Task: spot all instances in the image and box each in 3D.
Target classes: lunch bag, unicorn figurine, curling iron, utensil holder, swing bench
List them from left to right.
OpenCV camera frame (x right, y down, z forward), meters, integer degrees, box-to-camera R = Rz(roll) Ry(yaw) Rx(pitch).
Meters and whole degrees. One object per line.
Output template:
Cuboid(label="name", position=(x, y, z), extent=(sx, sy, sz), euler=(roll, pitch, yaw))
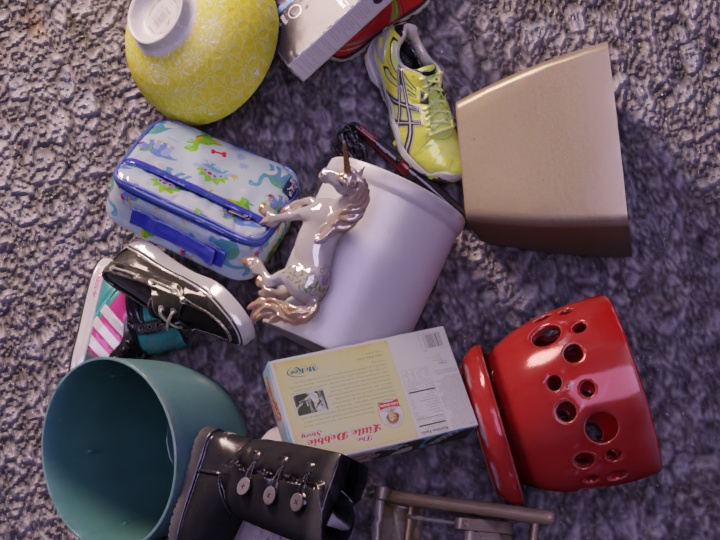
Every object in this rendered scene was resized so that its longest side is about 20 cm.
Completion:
Cuboid(label="lunch bag", position=(-0.177, -0.081, 1.593), extent=(0.199, 0.083, 0.161), euler=(25, 39, 6))
Cuboid(label="unicorn figurine", position=(-0.053, -0.037, 1.478), extent=(0.137, 0.074, 0.202), euler=(9, 96, 39))
Cuboid(label="utensil holder", position=(0.000, 0.000, 1.568), extent=(0.169, 0.170, 0.201), euler=(25, 83, 6))
Cuboid(label="curling iron", position=(0.052, -0.110, 1.660), extent=(0.199, 0.026, 0.050), euler=(32, 103, 2))
Cuboid(label="swing bench", position=(0.097, 0.346, 1.518), extent=(0.198, 0.130, 0.201), euler=(8, 79, 3))

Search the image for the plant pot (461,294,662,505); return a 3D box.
Cuboid(label="plant pot", position=(0.211, 0.144, 1.521), extent=(0.181, 0.200, 0.202), euler=(-15, 79, 4))

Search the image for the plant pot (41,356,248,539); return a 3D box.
Cuboid(label="plant pot", position=(-0.217, 0.189, 1.520), extent=(0.199, 0.160, 0.202), euler=(1, 91, 36))

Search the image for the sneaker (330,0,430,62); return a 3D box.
Cuboid(label="sneaker", position=(0.029, -0.327, 1.670), extent=(0.077, 0.085, 0.200), euler=(43, 84, 7))

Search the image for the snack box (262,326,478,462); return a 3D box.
Cuboid(label="snack box", position=(0.010, 0.133, 1.448), extent=(0.198, 0.037, 0.117), euler=(-10, 66, -19))

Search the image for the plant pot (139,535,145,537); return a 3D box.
Cuboid(label="plant pot", position=(-0.239, 0.372, 1.506), extent=(0.199, 0.201, 0.134), euler=(32, 54, 7))

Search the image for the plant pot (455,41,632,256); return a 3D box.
Cuboid(label="plant pot", position=(0.205, -0.120, 1.582), extent=(0.175, 0.200, 0.202), euler=(-7, 79, 12))

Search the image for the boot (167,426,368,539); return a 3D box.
Cuboid(label="boot", position=(-0.091, 0.245, 1.361), extent=(0.199, 0.065, 0.166), euler=(6, 87, 38))

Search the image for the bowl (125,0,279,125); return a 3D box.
Cuboid(label="bowl", position=(-0.204, -0.278, 1.615), extent=(0.199, 0.107, 0.202), euler=(-9, 73, 30))

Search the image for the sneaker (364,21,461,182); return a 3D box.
Cuboid(label="sneaker", position=(0.069, -0.195, 1.639), extent=(0.075, 0.076, 0.201), euler=(-23, 80, -30))

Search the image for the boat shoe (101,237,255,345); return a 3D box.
Cuboid(label="boat shoe", position=(-0.199, 0.036, 1.531), extent=(0.199, 0.071, 0.064), euler=(29, 56, 31))

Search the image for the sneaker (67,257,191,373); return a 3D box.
Cuboid(label="sneaker", position=(-0.257, 0.090, 1.604), extent=(0.120, 0.084, 0.202), euler=(6, 78, 12))

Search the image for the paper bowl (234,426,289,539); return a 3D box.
Cuboid(label="paper bowl", position=(-0.077, 0.249, 1.505), extent=(0.104, 0.201, 0.202), euler=(23, 81, 6))

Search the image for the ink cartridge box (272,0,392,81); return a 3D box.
Cuboid(label="ink cartridge box", position=(-0.046, -0.353, 1.644), extent=(0.200, 0.043, 0.199), euler=(-40, 56, 7))
